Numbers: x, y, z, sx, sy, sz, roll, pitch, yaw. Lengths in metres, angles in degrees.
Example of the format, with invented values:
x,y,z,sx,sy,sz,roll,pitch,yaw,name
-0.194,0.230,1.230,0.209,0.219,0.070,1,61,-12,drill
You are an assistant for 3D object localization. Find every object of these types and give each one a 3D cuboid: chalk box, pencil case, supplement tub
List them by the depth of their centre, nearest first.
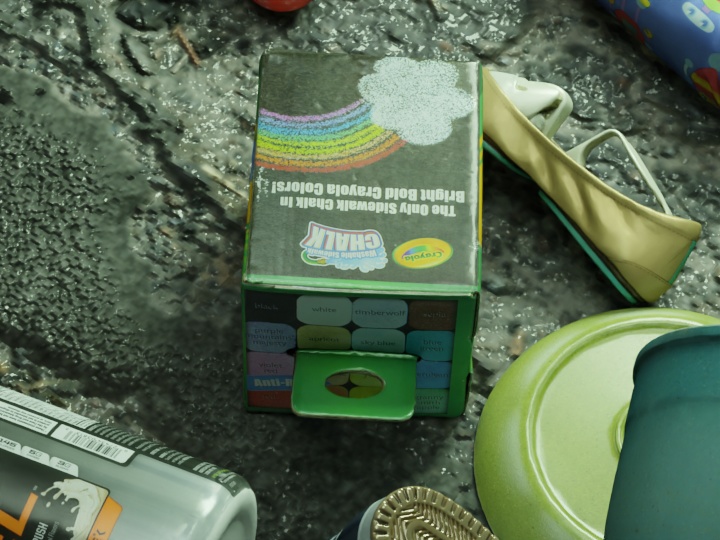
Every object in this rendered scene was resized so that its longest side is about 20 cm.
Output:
x,y,z,sx,sy,sz,roll,pitch,yaw,name
-0.162,0.127,1.216,0.199,0.123,0.123,18,56,12,supplement tub
0.000,0.000,1.310,0.124,0.124,0.201,3,56,0,chalk box
0.188,-0.173,1.458,0.087,0.078,0.200,-47,64,4,pencil case

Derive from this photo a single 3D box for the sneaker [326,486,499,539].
x,y,z,sx,sy,sz,roll,pitch,yaw,name
0.060,0.191,1.217,0.200,0.108,0.070,46,58,-7,sneaker

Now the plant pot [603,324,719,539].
x,y,z,sx,sy,sz,roll,pitch,yaw,name
0.198,0.154,1.145,0.199,0.200,0.189,16,69,10,plant pot

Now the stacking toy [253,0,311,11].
x,y,z,sx,sy,sz,roll,pitch,yaw,name
-0.096,-0.229,1.504,0.085,0.085,0.200,-35,70,-23,stacking toy

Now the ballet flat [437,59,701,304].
x,y,z,sx,sy,sz,roll,pitch,yaw,name
0.113,-0.065,1.388,0.063,0.069,0.200,-47,71,9,ballet flat

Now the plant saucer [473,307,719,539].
x,y,z,sx,sy,sz,roll,pitch,yaw,name
0.160,0.095,1.301,0.199,0.031,0.201,1,55,-1,plant saucer
